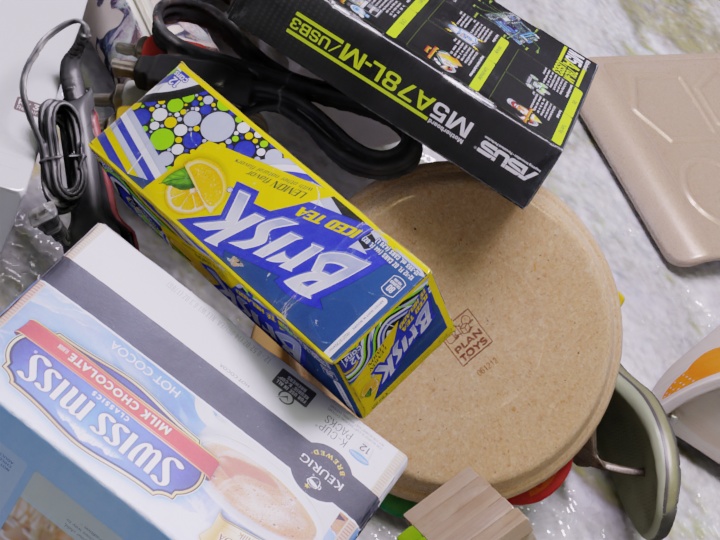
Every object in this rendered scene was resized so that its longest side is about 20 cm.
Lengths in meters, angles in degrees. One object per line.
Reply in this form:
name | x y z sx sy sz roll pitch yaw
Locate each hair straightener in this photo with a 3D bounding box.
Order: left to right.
hair straightener | -0.147 -0.039 1.005 0.077 0.041 0.200 7 76 -75

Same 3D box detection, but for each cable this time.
cable | -0.057 -0.099 1.061 0.200 0.050 0.097 13 57 7

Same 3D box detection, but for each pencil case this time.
pencil case | -0.125 -0.137 1.148 0.078 0.089 0.200 -29 64 4

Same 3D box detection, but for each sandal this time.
sandal | 0.133 0.082 1.132 0.057 0.080 0.201 -16 54 -19

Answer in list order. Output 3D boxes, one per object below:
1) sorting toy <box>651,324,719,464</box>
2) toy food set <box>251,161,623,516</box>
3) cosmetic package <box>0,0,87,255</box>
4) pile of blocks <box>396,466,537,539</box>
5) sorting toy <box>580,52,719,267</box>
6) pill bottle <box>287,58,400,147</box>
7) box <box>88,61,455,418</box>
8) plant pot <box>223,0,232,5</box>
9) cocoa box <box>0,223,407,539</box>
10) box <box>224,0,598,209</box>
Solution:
sorting toy | 0.301 0.082 1.225 0.200 0.107 0.180 34 25 -1
toy food set | 0.053 0.040 1.054 0.198 0.049 0.200 36 81 -8
cosmetic package | -0.229 -0.105 1.063 0.113 0.081 0.200 18 47 -14
pile of blocks | 0.026 0.198 0.975 0.082 0.062 0.200 9 50 40
sorting toy | 0.265 -0.084 1.377 0.200 0.036 0.185 -9 58 -31
pill bottle | 0.004 -0.185 1.247 0.114 0.114 0.200 18 46 -17
box | -0.047 -0.017 0.948 0.070 0.064 0.200 -43 58 -11
plant pot | -0.122 -0.240 1.200 0.027 0.200 0.200 -38 73 -1
cocoa box | -0.107 0.105 0.916 0.200 0.133 0.131 38 43 3
box | 0.037 -0.129 1.066 0.193 0.048 0.200 34 23 -1
